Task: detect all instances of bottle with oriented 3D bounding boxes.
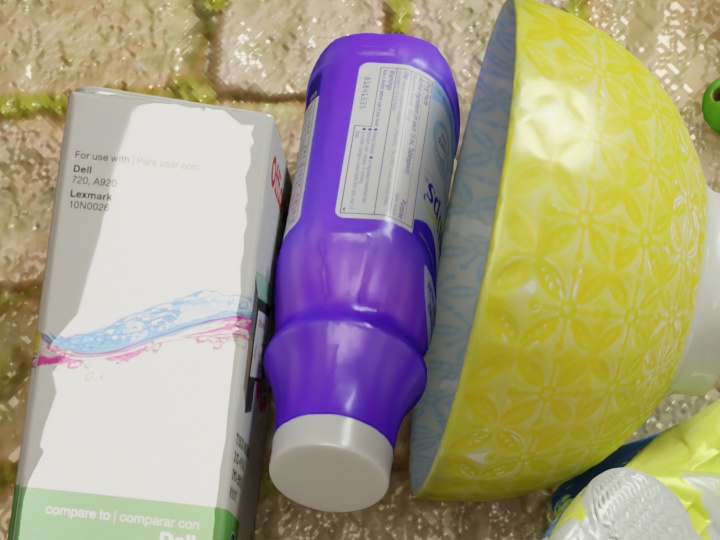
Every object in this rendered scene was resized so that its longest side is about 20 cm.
[{"bbox_3d":[0.000,0.000,1.009,0.065,0.084,0.201,3,52,7],"label":"bottle"}]

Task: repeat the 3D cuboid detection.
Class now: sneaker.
[{"bbox_3d":[0.105,0.112,0.980,0.199,0.105,0.076,-28,87,-44],"label":"sneaker"}]

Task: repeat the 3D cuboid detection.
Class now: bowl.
[{"bbox_3d":[0.090,0.000,0.987,0.107,0.200,0.202,10,79,-3],"label":"bowl"}]

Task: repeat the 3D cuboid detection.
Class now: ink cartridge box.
[{"bbox_3d":[-0.080,0.044,1.005,0.083,0.145,0.202,6,78,3],"label":"ink cartridge box"}]

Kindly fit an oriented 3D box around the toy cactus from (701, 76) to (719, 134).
[{"bbox_3d":[0.226,-0.069,1.052,0.164,0.102,0.202,8,70,-6],"label":"toy cactus"}]
